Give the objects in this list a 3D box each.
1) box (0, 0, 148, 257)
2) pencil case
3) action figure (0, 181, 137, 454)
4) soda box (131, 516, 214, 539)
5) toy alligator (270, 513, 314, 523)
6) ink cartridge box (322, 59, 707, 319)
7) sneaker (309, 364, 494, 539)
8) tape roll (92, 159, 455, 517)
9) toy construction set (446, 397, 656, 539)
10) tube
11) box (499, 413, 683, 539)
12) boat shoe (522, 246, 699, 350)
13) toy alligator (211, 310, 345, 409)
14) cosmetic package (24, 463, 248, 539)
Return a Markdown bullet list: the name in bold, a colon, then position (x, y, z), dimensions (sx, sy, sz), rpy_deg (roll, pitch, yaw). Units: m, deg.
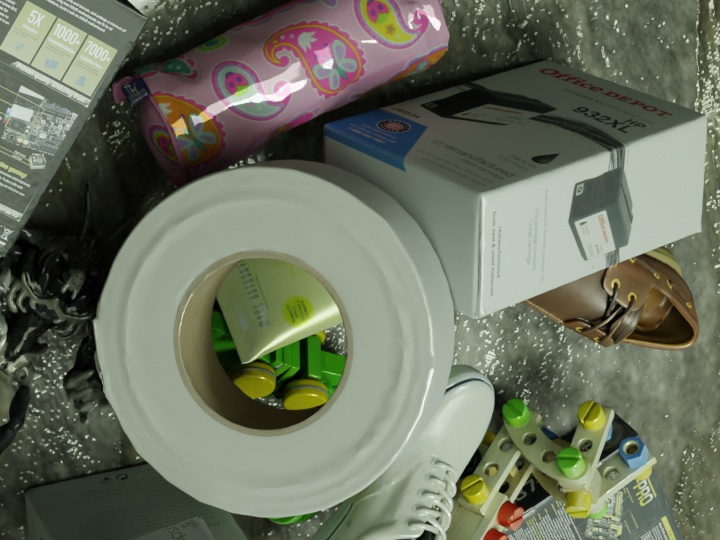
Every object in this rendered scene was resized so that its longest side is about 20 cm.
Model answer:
- **box**: position (-0.249, -0.127, 1.171), dimensions (0.199, 0.086, 0.164), rpy_deg (26, 100, -34)
- **pencil case**: position (-0.046, -0.124, 1.279), dimensions (0.199, 0.087, 0.088), rpy_deg (-28, 123, -12)
- **action figure**: position (-0.199, 0.048, 1.272), dimensions (0.119, 0.102, 0.200), rpy_deg (31, 99, -22)
- **soda box**: position (-0.093, 0.245, 1.199), dimensions (0.068, 0.064, 0.201), rpy_deg (-18, 117, -16)
- **toy alligator**: position (-0.070, 0.123, 1.358), dimensions (0.059, 0.055, 0.200), rpy_deg (-10, 154, 26)
- **ink cartridge box**: position (0.096, -0.056, 1.314), dimensions (0.199, 0.145, 0.084), rpy_deg (-19, 121, -37)
- **sneaker**: position (0.034, 0.156, 1.390), dimensions (0.073, 0.071, 0.200), rpy_deg (37, 85, -41)
- **tape roll**: position (-0.049, 0.037, 1.223), dimensions (0.201, 0.071, 0.204), rpy_deg (2, 97, 12)
- **toy construction set**: position (0.099, 0.169, 1.447), dimensions (0.200, 0.131, 0.092), rpy_deg (-47, 142, -30)
- **tube**: position (0.000, 0.000, 1.371), dimensions (0.199, 0.058, 0.052), rpy_deg (-15, 122, -22)
- **box**: position (0.162, 0.225, 1.569), dimensions (0.161, 0.049, 0.201), rpy_deg (-32, 123, -8)
- **boat shoe**: position (0.164, 0.012, 1.424), dimensions (0.200, 0.068, 0.072), rpy_deg (14, 126, -48)
- **toy alligator**: position (-0.038, 0.068, 1.393), dimensions (0.199, 0.060, 0.054), rpy_deg (20, 143, -32)
- **cosmetic package**: position (-0.127, 0.259, 1.346), dimensions (0.122, 0.200, 0.200), rpy_deg (-11, 117, -22)
